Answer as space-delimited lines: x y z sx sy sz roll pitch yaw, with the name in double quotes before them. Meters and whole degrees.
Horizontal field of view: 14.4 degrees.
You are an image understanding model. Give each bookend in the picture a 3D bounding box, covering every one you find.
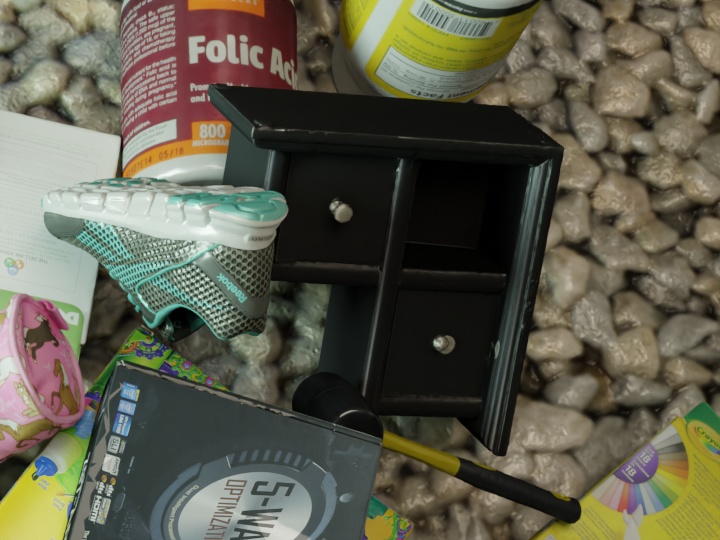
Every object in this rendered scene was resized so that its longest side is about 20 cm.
"bookend" 0.000 0.000 1.708 0.199 0.092 0.200 4 108 -22

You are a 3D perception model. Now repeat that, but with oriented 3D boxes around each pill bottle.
"pill bottle" -0.095 -0.125 1.796 0.114 0.114 0.201 4 65 -15
"pill bottle" 0.051 -0.174 1.817 0.114 0.200 0.115 7 64 -14

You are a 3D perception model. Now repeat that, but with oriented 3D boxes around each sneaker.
"sneaker" -0.119 -0.005 1.640 0.077 0.200 0.092 -7 101 -37

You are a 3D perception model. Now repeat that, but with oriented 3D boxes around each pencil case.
"pencil case" -0.251 0.085 1.606 0.199 0.083 0.087 -23 81 18

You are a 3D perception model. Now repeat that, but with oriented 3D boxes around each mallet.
"mallet" 0.045 0.111 1.706 0.199 0.066 0.041 22 100 -35

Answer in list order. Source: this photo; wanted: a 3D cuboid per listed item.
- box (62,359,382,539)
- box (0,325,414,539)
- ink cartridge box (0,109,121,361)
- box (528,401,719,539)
"box" -0.086 0.166 1.561 0.160 0.044 0.201 18 62 -8
"box" -0.112 0.179 1.641 0.200 0.122 0.193 36 60 1
"ink cartridge box" -0.214 0.004 1.729 0.103 0.059 0.201 13 62 -11
"box" 0.183 0.180 1.778 0.200 0.048 0.117 -37 80 -26
